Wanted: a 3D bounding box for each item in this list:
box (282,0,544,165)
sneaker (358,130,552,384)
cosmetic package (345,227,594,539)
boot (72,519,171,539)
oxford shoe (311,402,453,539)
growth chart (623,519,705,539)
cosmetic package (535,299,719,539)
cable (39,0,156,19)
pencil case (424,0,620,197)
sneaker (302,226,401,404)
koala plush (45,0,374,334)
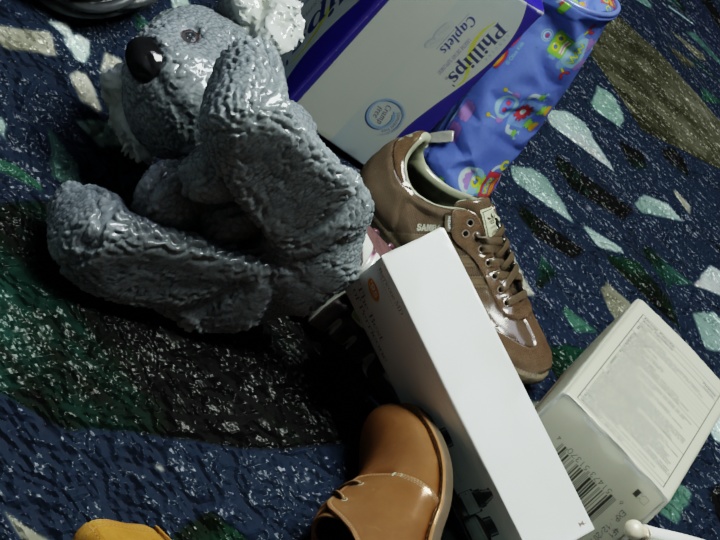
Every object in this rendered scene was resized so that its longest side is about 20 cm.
[{"bbox_3d":[0.032,-0.207,1.542,0.105,0.184,0.201,32,29,-24],"label":"box"},{"bbox_3d":[0.075,-0.010,1.443,0.200,0.076,0.070,47,27,7],"label":"sneaker"},{"bbox_3d":[0.063,0.081,1.232,0.050,0.083,0.201,-24,84,-23],"label":"cosmetic package"},{"bbox_3d":[-0.052,0.192,0.997,0.144,0.071,0.201,36,-9,40],"label":"boot"},{"bbox_3d":[0.008,0.137,1.157,0.071,0.071,0.200,27,31,-16],"label":"oxford shoe"},{"bbox_3d":[0.210,0.250,1.271,0.144,0.018,0.201,24,51,-38],"label":"growth chart"},{"bbox_3d":[0.173,0.110,1.398,0.103,0.087,0.200,46,28,5],"label":"cosmetic package"},{"bbox_3d":[-0.201,-0.242,1.418,0.163,0.051,0.200,41,28,-6],"label":"cable"},{"bbox_3d":[0.113,-0.146,1.561,0.087,0.200,0.078,7,35,-46],"label":"pencil case"},{"bbox_3d":[0.000,0.000,1.346,0.200,0.076,0.116,53,21,-6],"label":"sneaker"},{"bbox_3d":[-0.091,-0.082,1.234,0.184,0.177,0.201,33,26,-45],"label":"koala plush"}]
